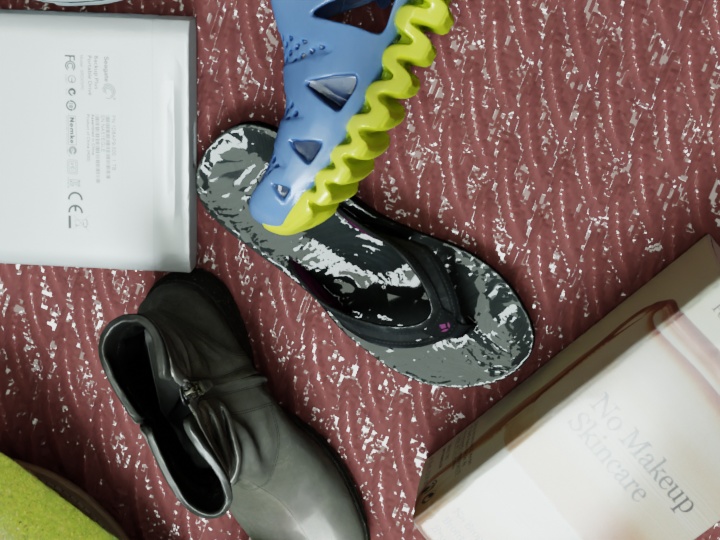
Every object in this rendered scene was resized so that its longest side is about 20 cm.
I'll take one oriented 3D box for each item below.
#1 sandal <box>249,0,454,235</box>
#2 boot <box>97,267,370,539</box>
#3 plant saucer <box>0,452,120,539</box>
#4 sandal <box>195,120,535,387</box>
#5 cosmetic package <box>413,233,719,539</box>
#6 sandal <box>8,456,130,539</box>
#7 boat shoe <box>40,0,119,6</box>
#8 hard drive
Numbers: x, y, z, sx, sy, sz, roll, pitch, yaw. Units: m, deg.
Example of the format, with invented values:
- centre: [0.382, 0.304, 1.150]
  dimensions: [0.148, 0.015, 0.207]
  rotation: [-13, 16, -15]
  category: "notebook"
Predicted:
- centre: [-0.007, -0.113, 0.775]
  dimensions: [0.087, 0.079, 0.201]
  rotation: [27, 89, 3]
  category: "sandal"
- centre: [-0.068, 0.099, 0.814]
  dimensions: [0.067, 0.131, 0.201]
  rotation: [-29, 101, 12]
  category: "boot"
- centre: [-0.201, 0.211, 0.857]
  dimensions: [0.199, 0.048, 0.200]
  rotation: [-35, 123, 17]
  category: "plant saucer"
- centre: [-0.001, 0.001, 0.823]
  dimensions: [0.200, 0.048, 0.076]
  rotation: [33, 105, -2]
  category: "sandal"
- centre: [0.134, 0.089, 0.813]
  dimensions: [0.200, 0.087, 0.103]
  rotation: [-42, 96, 15]
  category: "cosmetic package"
- centre: [-0.219, 0.130, 0.871]
  dimensions: [0.211, 0.070, 0.078]
  rotation: [41, 106, -6]
  category: "sandal"
- centre: [-0.186, -0.167, 0.785]
  dimensions: [0.198, 0.071, 0.073]
  rotation: [5, 106, 4]
  category: "boat shoe"
- centre: [-0.185, -0.070, 0.836]
  dimensions: [0.198, 0.027, 0.133]
  rotation: [3, 106, 5]
  category: "hard drive"
